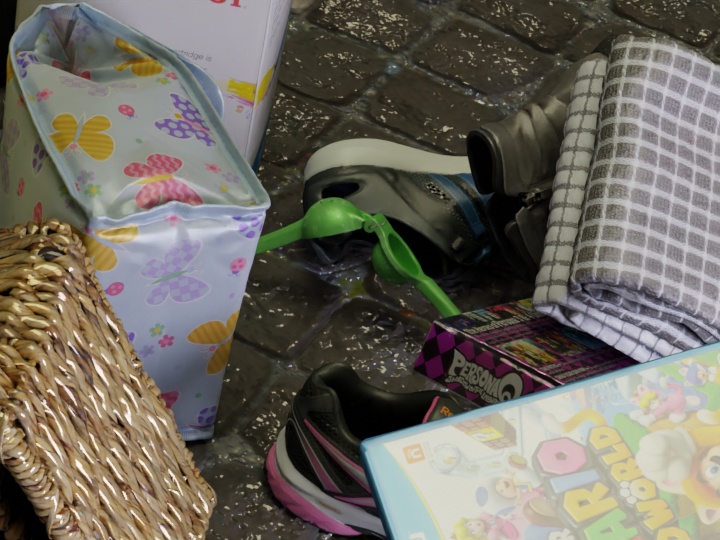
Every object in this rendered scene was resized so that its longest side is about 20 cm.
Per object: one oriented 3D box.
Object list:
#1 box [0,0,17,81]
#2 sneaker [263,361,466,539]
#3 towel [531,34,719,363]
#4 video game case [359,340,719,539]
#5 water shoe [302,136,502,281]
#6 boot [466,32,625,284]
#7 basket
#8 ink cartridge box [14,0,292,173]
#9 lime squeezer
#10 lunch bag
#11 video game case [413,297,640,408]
[{"bbox_3d":[-0.219,-0.214,1.516,0.200,0.124,0.149,-10,42,-28],"label":"box"},{"bbox_3d":[0.047,0.110,1.205,0.200,0.086,0.080,18,39,6],"label":"sneaker"},{"bbox_3d":[0.204,-0.022,1.287,0.200,0.086,0.166,22,60,-20],"label":"towel"},{"bbox_3d":[0.115,0.118,1.122,0.200,0.018,0.143,-15,58,-8],"label":"video game case"},{"bbox_3d":[0.061,-0.027,1.419,0.200,0.072,0.079,6,64,-10],"label":"water shoe"},{"bbox_3d":[0.143,-0.030,1.385,0.132,0.200,0.070,-37,22,-16],"label":"boot"},{"bbox_3d":[-0.169,0.103,1.055,0.143,0.200,0.149,-13,36,15],"label":"basket"},{"bbox_3d":[-0.121,-0.143,1.388,0.147,0.200,0.145,14,37,0],"label":"ink cartridge box"},{"bbox_3d":[0.000,0.000,1.345,0.200,0.071,0.038,21,-2,9],"label":"lime squeezer"},{"bbox_3d":[-0.137,-0.029,1.262,0.127,0.170,0.200,-6,40,-27],"label":"lunch bag"},{"bbox_3d":[0.146,0.072,1.263,0.181,0.036,0.200,29,15,19],"label":"video game case"}]
